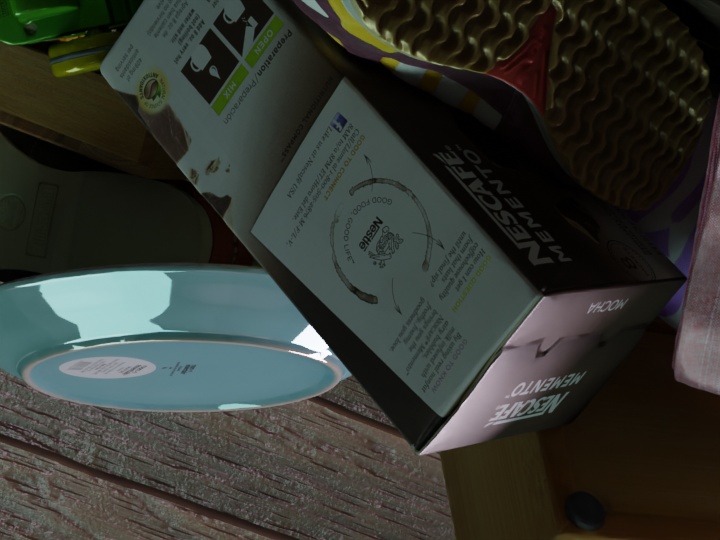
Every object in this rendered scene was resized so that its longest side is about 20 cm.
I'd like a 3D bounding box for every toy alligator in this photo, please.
[{"bbox_3d":[-0.099,-0.113,0.919,0.054,0.060,0.200,-9,-173,26],"label":"toy alligator"}]

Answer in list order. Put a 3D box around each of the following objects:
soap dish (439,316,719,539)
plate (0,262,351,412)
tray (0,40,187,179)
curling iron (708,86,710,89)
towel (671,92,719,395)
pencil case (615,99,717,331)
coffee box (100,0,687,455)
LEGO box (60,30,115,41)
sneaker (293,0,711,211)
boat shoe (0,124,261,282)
[{"bbox_3d":[0.133,0.085,0.929,0.198,0.082,0.158,8,-136,-17],"label":"soap dish"},{"bbox_3d":[-0.075,0.034,0.956,0.198,0.026,0.200,-1,165,0],"label":"plate"},{"bbox_3d":[-0.080,-0.068,0.999,0.098,0.037,0.200,21,-172,23],"label":"tray"},{"bbox_3d":[0.048,-0.093,0.947,0.198,0.050,0.026,16,177,13],"label":"curling iron"},{"bbox_3d":[0.207,0.010,0.781,0.199,0.145,0.023,20,-146,24],"label":"towel"},{"bbox_3d":[0.164,0.010,0.884,0.200,0.084,0.086,44,161,14],"label":"pencil case"},{"bbox_3d":[0.011,-0.035,0.849,0.200,0.080,0.113,49,-153,23],"label":"coffee box"},{"bbox_3d":[-0.177,-0.150,1.160,0.148,0.078,0.199,24,176,-38],"label":"LEGO box"},{"bbox_3d":[0.045,-0.089,0.804,0.200,0.075,0.090,32,179,-42],"label":"sneaker"},{"bbox_3d":[-0.136,-0.027,0.976,0.199,0.072,0.062,15,-177,25],"label":"boat shoe"}]
